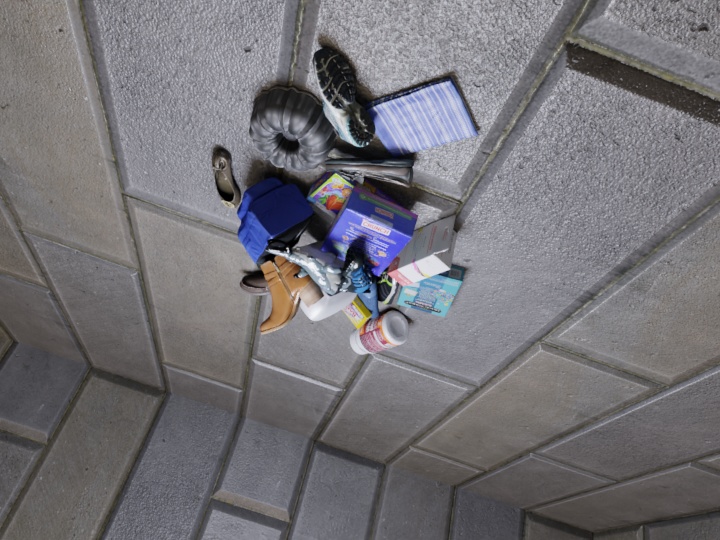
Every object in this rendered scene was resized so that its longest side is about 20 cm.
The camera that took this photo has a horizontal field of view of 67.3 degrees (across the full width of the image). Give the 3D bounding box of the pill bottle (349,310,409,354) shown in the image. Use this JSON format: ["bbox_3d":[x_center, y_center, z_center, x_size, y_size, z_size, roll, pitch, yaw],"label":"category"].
[{"bbox_3d":[0.058,0.208,1.762,0.109,0.110,0.199,34,143,-24],"label":"pill bottle"}]

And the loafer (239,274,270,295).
[{"bbox_3d":[-0.289,0.034,1.713,0.197,0.073,0.071,4,134,10],"label":"loafer"}]

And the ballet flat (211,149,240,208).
[{"bbox_3d":[-0.347,-0.222,1.378,0.067,0.047,0.201,15,146,4],"label":"ballet flat"}]

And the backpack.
[{"bbox_3d":[-0.225,-0.123,1.367,0.169,0.162,0.200,56,150,10],"label":"backpack"}]

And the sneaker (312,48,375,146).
[{"bbox_3d":[-0.051,-0.332,1.064,0.086,0.078,0.201,20,145,50],"label":"sneaker"}]

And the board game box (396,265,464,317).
[{"bbox_3d":[0.194,0.047,1.527,0.149,0.047,0.201,15,147,2],"label":"board game box"}]

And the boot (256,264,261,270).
[{"bbox_3d":[-0.229,-0.051,1.562,0.198,0.068,0.131,6,139,13],"label":"boot"}]

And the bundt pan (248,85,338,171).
[{"bbox_3d":[-0.152,-0.291,1.169,0.199,0.076,0.203,12,147,8],"label":"bundt pan"}]

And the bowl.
[{"bbox_3d":[-0.098,0.012,1.439,0.075,0.199,0.201,-38,82,41],"label":"bowl"}]

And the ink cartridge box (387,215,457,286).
[{"bbox_3d":[0.168,-0.047,1.339,0.067,0.117,0.199,37,142,-27],"label":"ink cartridge box"}]

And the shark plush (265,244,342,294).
[{"bbox_3d":[-0.127,-0.008,1.270,0.199,0.091,0.084,20,111,-35],"label":"shark plush"}]

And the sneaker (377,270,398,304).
[{"bbox_3d":[0.067,0.040,1.550,0.082,0.072,0.201,17,146,2],"label":"sneaker"}]

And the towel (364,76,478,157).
[{"bbox_3d":[0.118,-0.299,1.085,0.198,0.024,0.145,-8,140,32],"label":"towel"}]

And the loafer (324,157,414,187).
[{"bbox_3d":[0.018,-0.214,1.183,0.197,0.072,0.064,2,105,11],"label":"loafer"}]

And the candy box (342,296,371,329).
[{"bbox_3d":[-0.049,0.076,1.598,0.200,0.026,0.102,51,154,9],"label":"candy box"}]

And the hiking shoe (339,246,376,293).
[{"bbox_3d":[0.000,0.000,1.317,0.086,0.075,0.200,10,159,-3],"label":"hiking shoe"}]

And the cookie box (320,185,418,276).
[{"bbox_3d":[0.018,-0.089,1.299,0.170,0.076,0.200,24,147,-11],"label":"cookie box"}]

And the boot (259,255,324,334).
[{"bbox_3d":[-0.205,0.052,1.347,0.199,0.074,0.155,-36,94,8],"label":"boot"}]

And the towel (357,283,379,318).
[{"bbox_3d":[0.008,0.042,1.547,0.111,0.048,0.201,39,150,37],"label":"towel"}]

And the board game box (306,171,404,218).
[{"bbox_3d":[-0.013,-0.164,1.316,0.199,0.045,0.134,33,143,-22],"label":"board game box"}]
